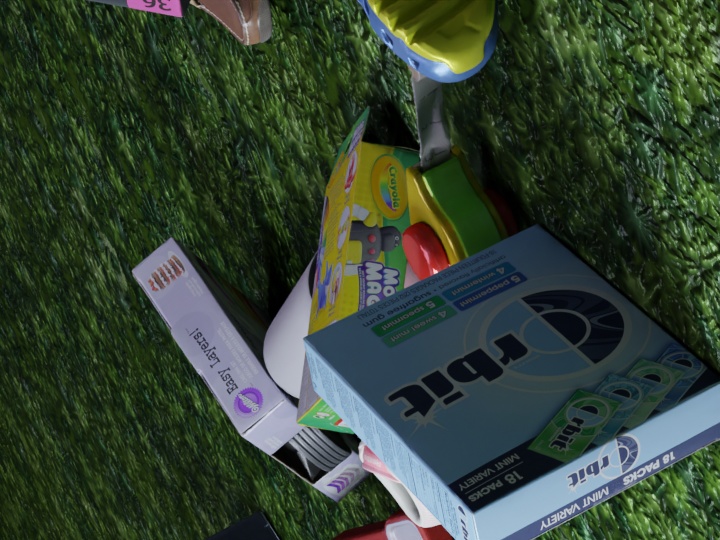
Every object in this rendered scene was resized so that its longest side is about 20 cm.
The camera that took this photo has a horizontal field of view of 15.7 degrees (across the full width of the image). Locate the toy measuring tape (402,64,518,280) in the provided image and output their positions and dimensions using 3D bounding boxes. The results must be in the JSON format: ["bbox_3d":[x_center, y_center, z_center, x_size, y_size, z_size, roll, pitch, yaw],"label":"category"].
[{"bbox_3d":[0.061,-0.045,1.610,0.074,0.073,0.201,51,158,37],"label":"toy measuring tape"}]

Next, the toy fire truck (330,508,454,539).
[{"bbox_3d":[0.047,0.287,2.071,0.168,0.112,0.201,-22,94,54],"label":"toy fire truck"}]

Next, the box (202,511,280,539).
[{"bbox_3d":[-0.107,0.361,2.594,0.149,0.107,0.200,55,160,26],"label":"box"}]

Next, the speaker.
[{"bbox_3d":[-0.017,0.036,1.927,0.082,0.081,0.200,61,163,9],"label":"speaker"}]

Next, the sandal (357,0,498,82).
[{"bbox_3d":[0.024,-0.174,1.538,0.087,0.079,0.200,79,166,-48],"label":"sandal"}]

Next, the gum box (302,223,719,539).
[{"bbox_3d":[0.087,0.066,1.516,0.200,0.169,0.045,45,154,48],"label":"gum box"}]

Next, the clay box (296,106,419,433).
[{"bbox_3d":[0.000,0.000,1.764,0.115,0.047,0.201,133,147,-72],"label":"clay box"}]

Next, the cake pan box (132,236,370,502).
[{"bbox_3d":[-0.084,0.085,2.120,0.200,0.052,0.184,54,-172,34],"label":"cake pan box"}]

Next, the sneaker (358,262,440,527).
[{"bbox_3d":[0.040,0.084,1.790,0.075,0.104,0.201,24,136,67],"label":"sneaker"}]

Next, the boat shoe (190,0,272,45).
[{"bbox_3d":[-0.130,-0.226,1.903,0.200,0.072,0.076,51,158,37],"label":"boat shoe"}]

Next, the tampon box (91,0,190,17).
[{"bbox_3d":[-0.178,-0.292,1.761,0.149,0.127,0.201,11,143,10],"label":"tampon box"}]
